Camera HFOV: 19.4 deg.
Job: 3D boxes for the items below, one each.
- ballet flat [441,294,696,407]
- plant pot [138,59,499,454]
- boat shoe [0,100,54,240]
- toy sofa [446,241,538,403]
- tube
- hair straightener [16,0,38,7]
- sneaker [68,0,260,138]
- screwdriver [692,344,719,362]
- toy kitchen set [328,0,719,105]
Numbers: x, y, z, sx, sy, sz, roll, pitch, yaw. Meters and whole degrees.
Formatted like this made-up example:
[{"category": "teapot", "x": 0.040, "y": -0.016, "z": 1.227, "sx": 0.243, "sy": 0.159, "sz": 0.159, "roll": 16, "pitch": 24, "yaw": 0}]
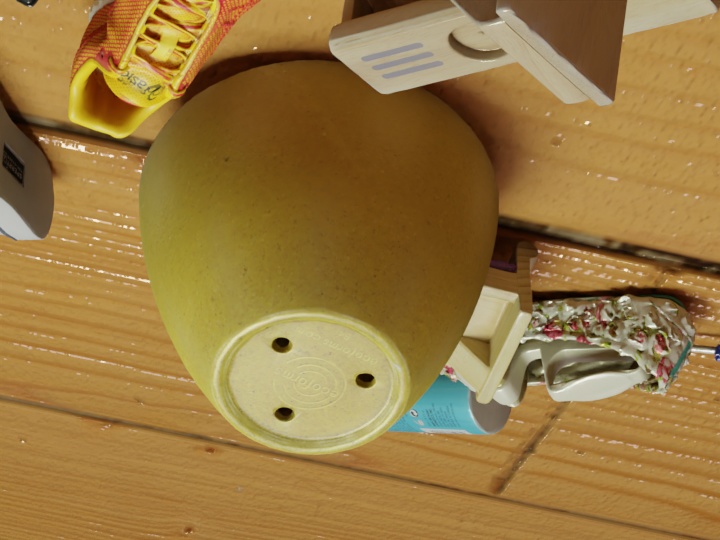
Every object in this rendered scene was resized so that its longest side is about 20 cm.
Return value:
[{"category": "ballet flat", "x": 0.115, "y": 0.053, "z": 1.331, "sx": 0.199, "sy": 0.064, "sz": 0.076, "roll": -7, "pitch": 140, "yaw": 32}, {"category": "plant pot", "x": -0.025, "y": 0.011, "z": 1.110, "sx": 0.199, "sy": 0.142, "sz": 0.201, "roll": 1, "pitch": 130, "yaw": 1}, {"category": "boat shoe", "x": -0.232, "y": -0.072, "z": 1.182, "sx": 0.065, "sy": 0.072, "sz": 0.200, "roll": -1, "pitch": 162, "yaw": 11}, {"category": "toy sofa", "x": 0.000, "y": 0.000, "z": 1.257, "sx": 0.199, "sy": 0.098, "sz": 0.083, "roll": 14, "pitch": 131, "yaw": -10}, {"category": "tube", "x": 0.012, "y": 0.092, "z": 1.480, "sx": 0.199, "sy": 0.051, "sz": 0.077, "roll": -5, "pitch": 148, "yaw": 38}, {"category": "hair straightener", "x": -0.194, "y": -0.142, "z": 1.042, "sx": 0.199, "sy": 0.041, "sz": 0.077, "roll": -10, "pitch": 149, "yaw": 35}, {"category": "sneaker", "x": -0.086, "y": -0.121, "z": 1.012, "sx": 0.073, "sy": 0.077, "sz": 0.200, "roll": 18, "pitch": 152, "yaw": -16}, {"category": "screwdriver", "x": 0.210, "y": 0.053, "z": 1.342, "sx": 0.199, "sy": 0.029, "sz": 0.028, "roll": 1, "pitch": 154, "yaw": 15}, {"category": "toy kitchen set", "x": 0.023, "y": -0.132, "z": 0.843, "sx": 0.180, "sy": 0.164, "sz": 0.200, "roll": -11, "pitch": 149, "yaw": 36}]
